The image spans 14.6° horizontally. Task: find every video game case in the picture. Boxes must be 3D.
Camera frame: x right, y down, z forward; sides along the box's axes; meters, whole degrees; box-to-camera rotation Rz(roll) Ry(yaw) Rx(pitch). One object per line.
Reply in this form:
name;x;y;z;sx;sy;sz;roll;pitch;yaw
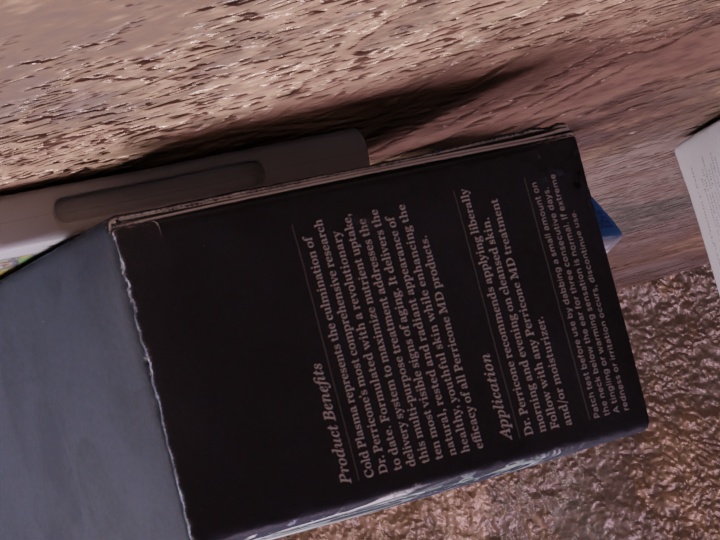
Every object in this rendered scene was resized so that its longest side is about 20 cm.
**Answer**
video game case;-0.120;-0.008;1.095;0.182;0.023;0.200;-13;175;-32

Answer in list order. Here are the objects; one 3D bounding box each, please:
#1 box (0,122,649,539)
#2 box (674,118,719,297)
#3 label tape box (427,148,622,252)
box;-0.033;0.039;1.074;0.196;0.124;0.200;-11;174;-29
box;0.249;-0.019;1.416;0.106;0.152;0.200;-15;177;-8
label tape box;0.012;0.033;1.296;0.200;0.063;0.144;-46;164;20
